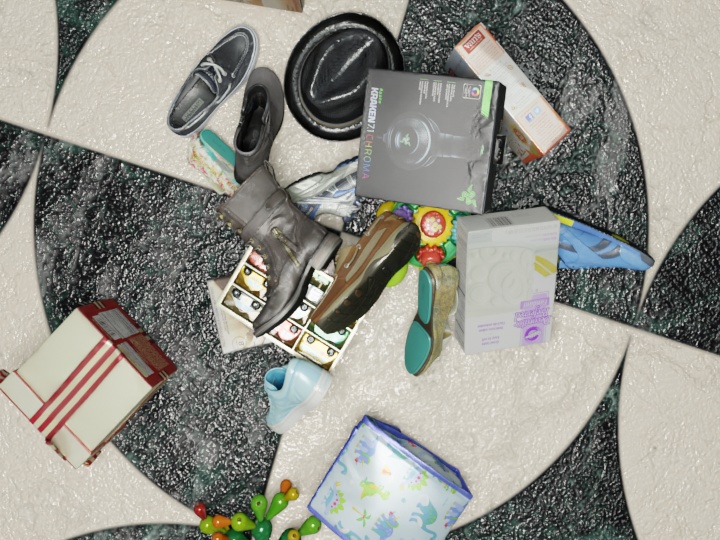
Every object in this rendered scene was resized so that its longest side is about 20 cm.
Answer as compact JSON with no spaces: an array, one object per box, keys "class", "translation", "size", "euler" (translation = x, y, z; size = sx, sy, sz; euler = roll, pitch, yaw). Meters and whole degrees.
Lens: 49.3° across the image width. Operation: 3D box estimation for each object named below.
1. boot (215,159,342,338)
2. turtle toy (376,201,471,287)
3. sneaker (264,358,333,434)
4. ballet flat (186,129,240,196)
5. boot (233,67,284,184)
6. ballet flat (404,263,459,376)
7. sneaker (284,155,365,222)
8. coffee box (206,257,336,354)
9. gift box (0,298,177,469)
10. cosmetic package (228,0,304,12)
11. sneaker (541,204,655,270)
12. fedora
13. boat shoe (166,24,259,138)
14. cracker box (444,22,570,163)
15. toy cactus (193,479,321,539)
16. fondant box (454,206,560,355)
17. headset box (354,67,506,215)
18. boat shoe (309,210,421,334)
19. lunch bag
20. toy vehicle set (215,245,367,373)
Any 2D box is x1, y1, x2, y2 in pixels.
[{"class":"boot","translation":[-0.138,-0.029,1.108],"size":[0.173,0.069,0.201],"euler":[38,87,4]},{"class":"turtle toy","translation":[0.089,-0.054,1.188],"size":[0.199,0.101,0.146],"euler":[-41,92,2]},{"class":"sneaker","translation":[-0.110,0.177,1.167],"size":[0.081,0.200,0.075],"euler":[35,50,-7]},{"class":"ballet flat","translation":[-0.191,-0.132,1.211],"size":[0.200,0.076,0.064],"euler":[46,123,2]},{"class":"boot","translation":[-0.145,-0.234,1.142],"size":[0.068,0.132,0.205],"euler":[5,69,-6]},{"class":"ballet flat","translation":[0.113,0.077,1.187],"size":[0.069,0.071,0.204],"euler":[6,123,0]},{"class":"sneaker","translation":[-0.017,-0.124,1.208],"size":[0.196,0.077,0.087],"euler":[-21,102,8]},{"class":"coffee box","translation":[-0.123,0.046,1.203],"size":[0.195,0.080,0.116],"euler":[-14,92,0]},{"class":"gift box","translation":[-0.409,0.164,1.155],"size":[0.187,0.200,0.185],"euler":[-45,87,3]},{"class":"cosmetic package","translation":[-0.178,-0.455,1.171],"size":[0.195,0.103,0.090],"euler":[9,92,1]},{"class":"sneaker","translation":[0.352,-0.031,1.213],"size":[0.196,0.066,0.080],"euler":[21,104,-1]},{"class":"fedora","translation":[-0.026,-0.297,1.181],"size":[0.195,0.092,0.206],"euler":[0,92,0]},{"class":"boat shoe","translation":[-0.227,-0.291,1.194],"size":[0.072,0.068,0.201],"euler":[41,92,-2]},{"class":"cracker box","translation":[0.213,-0.257,1.163],"size":[0.058,0.134,0.201],"euler":[-41,92,2]},{"class":"toy cactus","translation":[-0.155,0.416,1.228],"size":[0.195,0.103,0.169],"euler":[-6,111,-2]},{"class":"fondant box","translation":[0.215,0.016,1.166],"size":[0.140,0.059,0.204],"euler":[-7,118,-10]},{"class":"headset box","translation":[0.104,-0.177,1.084],"size":[0.195,0.093,0.179],"euler":[10,101,15]},{"class":"boat shoe","translation":[0.000,0.000,1.114],"size":[0.200,0.076,0.074],"euler":[-46,60,-7]},{"class":"lunch bag","translation":[0.041,0.340,1.195],"size":[0.198,0.127,0.172],"euler":[33,92,-11]},{"class":"toy vehicle set","translation":[-0.097,0.049,1.150],"size":[0.197,0.027,0.126],"euler":[31,91,-1]}]
